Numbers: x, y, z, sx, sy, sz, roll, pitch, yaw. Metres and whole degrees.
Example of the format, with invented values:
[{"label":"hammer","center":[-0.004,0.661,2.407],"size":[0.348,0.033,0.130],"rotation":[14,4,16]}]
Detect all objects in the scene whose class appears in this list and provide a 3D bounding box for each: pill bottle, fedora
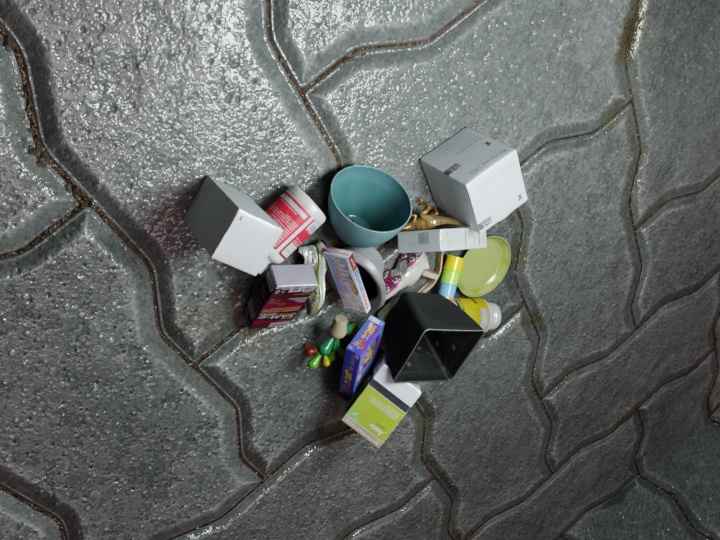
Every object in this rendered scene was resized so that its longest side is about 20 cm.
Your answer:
[{"label":"pill bottle","center":[0.321,0.137,1.984],"size":[0.199,0.112,0.113],"rotation":[2,115,-35]},{"label":"fedora","center":[0.000,0.000,1.687],"size":[0.090,0.176,0.200],"rotation":[-56,138,-34]},{"label":"pill bottle","center":[-0.186,-0.090,1.519],"size":[0.200,0.112,0.112],"rotation":[-44,131,-4]}]

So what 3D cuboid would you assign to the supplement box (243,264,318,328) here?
[{"label":"supplement box","center":[-0.193,0.064,1.577],"size":[0.109,0.061,0.200],"rotation":[-2,149,-32]}]

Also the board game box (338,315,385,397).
[{"label":"board game box","center":[0.003,0.234,1.797],"size":[0.135,0.045,0.200],"rotation":[-50,160,-40]}]

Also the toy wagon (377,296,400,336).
[{"label":"toy wagon","center":[0.136,0.141,1.895],"size":[0.200,0.040,0.155],"rotation":[25,117,-43]}]

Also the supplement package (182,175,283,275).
[{"label":"supplement package","center":[-0.272,-0.097,1.399],"size":[0.117,0.200,0.118],"rotation":[27,100,-40]}]

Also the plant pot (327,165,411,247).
[{"label":"plant pot","center":[0.006,-0.132,1.591],"size":[0.200,0.201,0.135],"rotation":[-11,151,-28]}]

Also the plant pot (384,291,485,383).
[{"label":"plant pot","center":[0.174,0.168,1.779],"size":[0.199,0.178,0.200],"rotation":[4,128,-31]}]

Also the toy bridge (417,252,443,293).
[{"label":"toy bridge","center":[0.194,0.008,1.882],"size":[0.067,0.027,0.200],"rotation":[18,105,-39]}]

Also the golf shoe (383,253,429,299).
[{"label":"golf shoe","center":[0.112,0.025,1.810],"size":[0.200,0.075,0.092],"rotation":[-44,134,-2]}]

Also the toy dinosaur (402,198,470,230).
[{"label":"toy dinosaur","center":[0.184,-0.132,1.737],"size":[0.199,0.107,0.060],"rotation":[-5,147,10]}]

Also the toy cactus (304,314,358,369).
[{"label":"toy cactus","center":[-0.069,0.174,1.750],"size":[0.200,0.102,0.165],"rotation":[-26,147,-36]}]

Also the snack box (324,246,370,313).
[{"label":"snack box","center":[-0.031,0.026,1.639],"size":[0.024,0.072,0.200],"rotation":[-53,143,-32]}]

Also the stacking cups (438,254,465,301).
[{"label":"stacking cups","center":[0.246,0.057,1.891],"size":[0.060,0.060,0.201],"rotation":[12,94,-37]}]

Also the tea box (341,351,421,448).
[{"label":"tea box","center":[0.060,0.356,1.860],"size":[0.134,0.200,0.197],"rotation":[38,95,1]}]

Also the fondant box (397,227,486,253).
[{"label":"fondant box","center":[0.212,-0.079,1.723],"size":[0.200,0.144,0.058],"rotation":[-4,92,-46]}]

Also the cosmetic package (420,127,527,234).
[{"label":"cosmetic package","center":[0.288,-0.231,1.691],"size":[0.165,0.200,0.165],"rotation":[-36,130,-11]}]

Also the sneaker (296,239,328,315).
[{"label":"sneaker","center":[-0.135,0.018,1.654],"size":[0.088,0.077,0.201],"rotation":[0,111,-19]}]

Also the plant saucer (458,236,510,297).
[{"label":"plant saucer","center":[0.361,-0.016,1.977],"size":[0.199,0.031,0.201],"rotation":[-16,124,-26]}]
